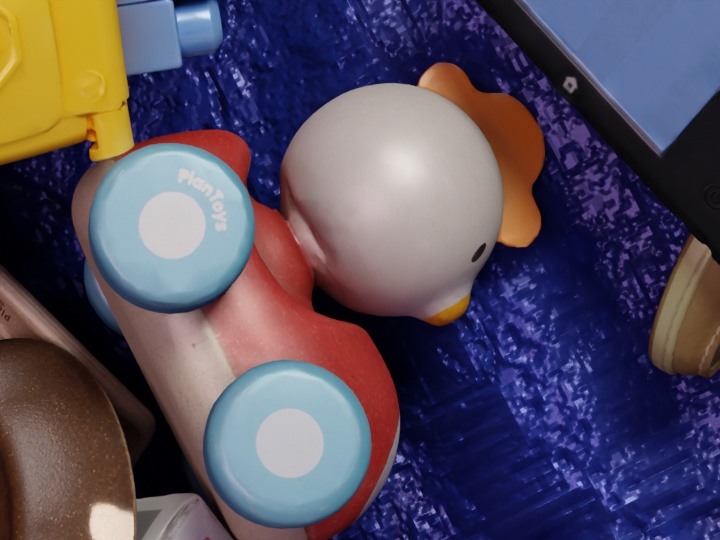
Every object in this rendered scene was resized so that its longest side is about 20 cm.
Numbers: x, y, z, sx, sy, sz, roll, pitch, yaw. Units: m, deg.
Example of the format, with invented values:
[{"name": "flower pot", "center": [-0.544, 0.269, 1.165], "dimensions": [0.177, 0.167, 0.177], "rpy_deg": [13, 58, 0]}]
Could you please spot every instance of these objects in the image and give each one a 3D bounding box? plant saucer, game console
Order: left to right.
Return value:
[{"name": "plant saucer", "center": [-0.169, 0.122, 0.775], "dimensions": [0.199, 0.037, 0.202], "rpy_deg": [-17, 65, 40]}, {"name": "game console", "center": [0.121, -0.121, 0.677], "dimensions": [0.200, 0.031, 0.177], "rpy_deg": [49, 127, 13]}]

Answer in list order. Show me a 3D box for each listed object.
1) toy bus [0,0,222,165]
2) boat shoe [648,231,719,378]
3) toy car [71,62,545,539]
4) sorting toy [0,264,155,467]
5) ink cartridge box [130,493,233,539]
[{"name": "toy bus", "center": [-0.138, -0.109, 0.753], "dimensions": [0.190, 0.200, 0.137], "rpy_deg": [-11, 108, -8]}, {"name": "boat shoe", "center": [0.186, -0.034, 0.741], "dimensions": [0.063, 0.073, 0.201], "rpy_deg": [38, 99, 18]}, {"name": "toy car", "center": [0.000, 0.000, 0.785], "dimensions": [0.199, 0.184, 0.178], "rpy_deg": [-28, 88, -10]}, {"name": "sorting toy", "center": [-0.190, 0.063, 0.881], "dimensions": [0.185, 0.036, 0.200], "rpy_deg": [43, 128, 12]}, {"name": "ink cartridge box", "center": [-0.077, 0.182, 0.822], "dimensions": [0.161, 0.050, 0.200], "rpy_deg": [-12, 127, 41]}]
